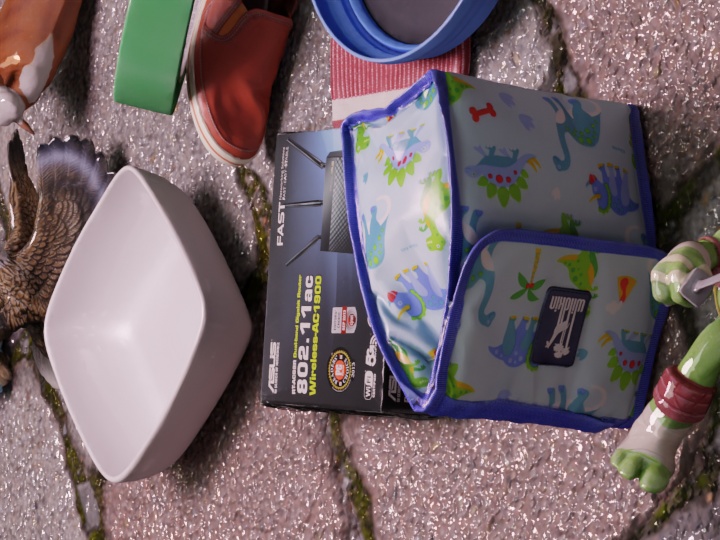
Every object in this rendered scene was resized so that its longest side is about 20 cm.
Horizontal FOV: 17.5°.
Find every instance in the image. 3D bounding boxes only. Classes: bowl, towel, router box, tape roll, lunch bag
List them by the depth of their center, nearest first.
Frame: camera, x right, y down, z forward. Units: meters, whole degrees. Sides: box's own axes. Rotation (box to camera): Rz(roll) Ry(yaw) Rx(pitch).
[{"bbox_3d":[0.091,-0.006,1.399,0.127,0.169,0.201,-24,65,50],"label":"lunch bag"},{"bbox_3d":[0.036,-0.239,1.586,0.200,0.039,0.202,-7,81,50],"label":"bowl"},{"bbox_3d":[0.000,0.000,1.612,0.150,0.062,0.201,-2,84,55],"label":"router box"},{"bbox_3d":[0.031,-0.203,1.637,0.144,0.023,0.201,-4,83,52],"label":"towel"},{"bbox_3d":[-0.142,-0.220,1.768,0.200,0.048,0.202,-167,90,-88],"label":"tape roll"},{"bbox_3d":[-0.159,0.045,1.815,0.200,0.074,0.200,-58,43,30],"label":"bowl"}]

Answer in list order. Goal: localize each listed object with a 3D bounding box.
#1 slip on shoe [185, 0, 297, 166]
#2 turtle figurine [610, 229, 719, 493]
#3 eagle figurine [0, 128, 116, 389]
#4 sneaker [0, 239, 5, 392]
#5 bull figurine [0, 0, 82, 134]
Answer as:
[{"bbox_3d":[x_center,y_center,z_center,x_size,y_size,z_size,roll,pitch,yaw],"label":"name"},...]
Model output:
[{"bbox_3d":[-0.084,-0.179,1.752,0.061,0.074,0.201,2,82,51],"label":"slip on shoe"},{"bbox_3d":[0.217,0.049,1.241,0.200,0.143,0.195,51,128,49],"label":"turtle figurine"},{"bbox_3d":[-0.280,-0.011,1.975,0.151,0.151,0.201,25,72,13],"label":"eagle figurine"},{"bbox_3d":[-0.342,0.071,2.084,0.082,0.074,0.201,27,104,21],"label":"sneaker"},{"bbox_3d":[-0.291,-0.198,2.011,0.121,0.065,0.201,3,63,54],"label":"bull figurine"}]
